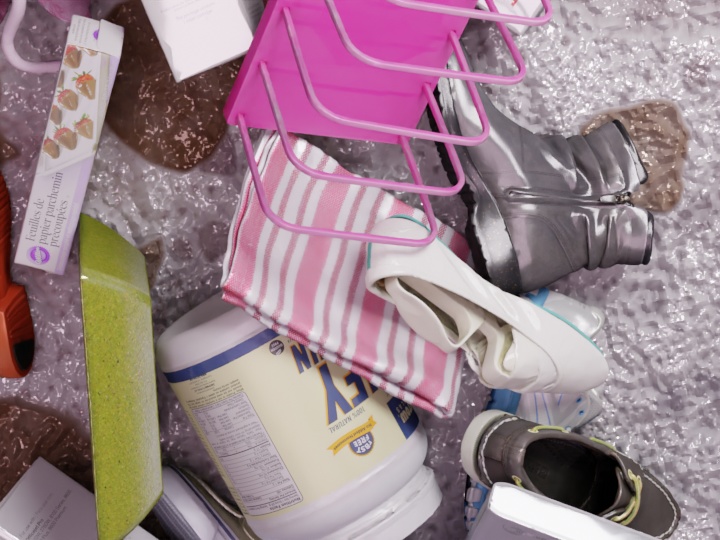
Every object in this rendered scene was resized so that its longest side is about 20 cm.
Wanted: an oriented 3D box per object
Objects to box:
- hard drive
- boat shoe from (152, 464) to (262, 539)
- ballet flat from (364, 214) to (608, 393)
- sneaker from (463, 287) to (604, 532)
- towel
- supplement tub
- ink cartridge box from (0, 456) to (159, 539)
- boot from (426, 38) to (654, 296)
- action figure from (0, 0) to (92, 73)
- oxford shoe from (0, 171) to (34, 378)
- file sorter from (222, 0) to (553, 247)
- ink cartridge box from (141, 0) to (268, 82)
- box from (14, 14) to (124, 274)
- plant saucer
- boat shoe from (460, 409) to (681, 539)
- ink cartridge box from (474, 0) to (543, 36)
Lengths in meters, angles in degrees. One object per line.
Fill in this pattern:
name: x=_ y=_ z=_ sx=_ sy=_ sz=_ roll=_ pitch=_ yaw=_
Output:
hard drive: x=0.136 y=0.216 z=1.478 sx=0.131 sy=0.200 sz=0.026 roll=20 pitch=63 yaw=2
boat shoe: x=-0.081 y=0.215 z=1.563 sx=0.200 sy=0.072 sz=0.062 roll=48 pitch=67 yaw=-4
ballet flat: x=0.080 y=0.041 z=1.418 sx=0.199 sy=0.070 sz=0.070 roll=35 pitch=105 yaw=-15
sneaker: x=0.128 y=0.111 z=1.505 sx=0.086 sy=0.075 sz=0.201 roll=13 pitch=105 yaw=-2
towel: x=0.000 y=0.000 z=1.433 sx=0.199 sy=0.147 sz=0.030 roll=29 pitch=142 yaw=-22
supplement tub: x=-0.041 y=0.104 z=1.483 sx=0.144 sy=0.145 sz=0.201 roll=-27 pitch=99 yaw=12
ink cartridge box: x=-0.202 y=0.254 z=1.543 sx=0.199 sy=0.084 sz=0.145 roll=36 pitch=132 yaw=-2
boot: x=0.125 y=-0.086 z=1.467 sx=0.131 sy=0.070 sz=0.201 roll=-17 pitch=92 yaw=-5
action figure: x=-0.245 y=-0.226 z=1.402 sx=0.133 sy=0.200 sz=0.150 roll=-9 pitch=79 yaw=-8
oxford shoe: x=-0.295 y=-0.014 z=1.526 sx=0.072 sy=0.071 sz=0.202 roll=-5 pitch=103 yaw=13
file sorter: x=0.018 y=-0.129 z=1.335 sx=0.138 sy=0.126 sz=0.201 roll=5 pitch=133 yaw=-25
ink cartridge box: x=-0.127 y=-0.239 z=1.429 sx=0.067 sy=0.117 sz=0.201 roll=-21 pitch=98 yaw=11
box: x=-0.207 y=-0.087 z=1.473 sx=0.038 sy=0.042 sz=0.201 roll=14 pitch=127 yaw=-9
plant saucer: x=-0.169 y=0.073 z=1.471 sx=0.047 sy=0.200 sz=0.201 roll=-4 pitch=103 yaw=-6
boat shoe: x=0.160 y=0.155 z=1.468 sx=0.200 sy=0.060 sz=0.072 roll=24 pitch=83 yaw=-34
ink cartridge box: x=0.074 y=-0.275 z=1.412 sx=0.199 sy=0.084 sz=0.146 roll=35 pitch=105 yaw=-1
